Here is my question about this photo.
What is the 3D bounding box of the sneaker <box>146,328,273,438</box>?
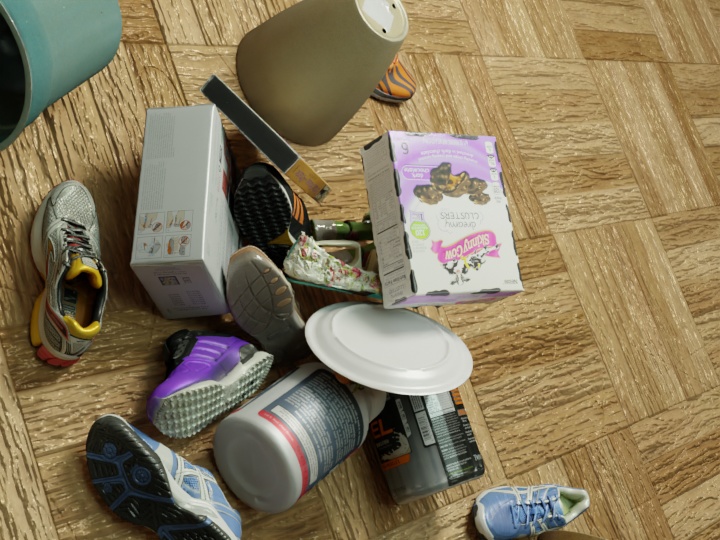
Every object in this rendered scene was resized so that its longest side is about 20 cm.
[{"bbox_3d":[-0.185,0.112,1.156,0.099,0.070,0.200,35,22,16],"label":"sneaker"}]

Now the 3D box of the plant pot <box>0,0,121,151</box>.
[{"bbox_3d":[-0.363,-0.248,1.114,0.201,0.200,0.196,53,36,-8],"label":"plant pot"}]

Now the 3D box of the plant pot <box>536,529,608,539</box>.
[{"bbox_3d":[0.288,0.465,1.362,0.186,0.186,0.201,36,61,-24],"label":"plant pot"}]

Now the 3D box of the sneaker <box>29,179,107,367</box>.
[{"bbox_3d":[-0.294,-0.004,1.116,0.077,0.082,0.202,11,61,-39],"label":"sneaker"}]

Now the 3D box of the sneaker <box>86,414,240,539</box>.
[{"bbox_3d":[-0.200,0.224,1.094,0.200,0.076,0.077,49,18,-9],"label":"sneaker"}]

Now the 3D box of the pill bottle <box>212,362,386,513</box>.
[{"bbox_3d":[-0.060,0.174,1.214,0.200,0.119,0.120,-33,92,-47],"label":"pill bottle"}]

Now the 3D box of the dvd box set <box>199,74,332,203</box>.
[{"bbox_3d":[-0.110,-0.155,1.294,0.146,0.029,0.200,45,2,10],"label":"dvd box set"}]

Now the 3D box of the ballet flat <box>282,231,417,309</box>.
[{"bbox_3d":[0.000,0.000,1.289,0.199,0.075,0.064,14,93,-32],"label":"ballet flat"}]

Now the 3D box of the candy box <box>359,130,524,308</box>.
[{"bbox_3d":[0.099,-0.060,1.294,0.167,0.071,0.202,-2,76,-33],"label":"candy box"}]

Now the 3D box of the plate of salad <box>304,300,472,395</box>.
[{"bbox_3d":[0.031,0.094,1.235,0.198,0.048,0.200,11,25,-5],"label":"plate of salad"}]

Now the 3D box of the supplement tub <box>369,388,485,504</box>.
[{"bbox_3d":[0.069,0.178,1.331,0.122,0.122,0.202,-6,72,-44],"label":"supplement tub"}]

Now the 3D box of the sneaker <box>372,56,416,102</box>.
[{"bbox_3d":[0.027,-0.329,1.567,0.199,0.112,0.078,31,50,-27],"label":"sneaker"}]

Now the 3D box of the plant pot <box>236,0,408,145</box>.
[{"bbox_3d":[-0.035,-0.295,1.429,0.186,0.199,0.189,20,56,-34],"label":"plant pot"}]

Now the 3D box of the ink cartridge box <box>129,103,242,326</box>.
[{"bbox_3d":[-0.190,-0.055,1.216,0.176,0.083,0.202,76,12,-61],"label":"ink cartridge box"}]

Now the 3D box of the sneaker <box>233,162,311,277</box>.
[{"bbox_3d":[-0.105,-0.077,1.295,0.201,0.069,0.091,71,15,-52],"label":"sneaker"}]

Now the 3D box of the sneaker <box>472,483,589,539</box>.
[{"bbox_3d":[0.228,0.319,1.439,0.199,0.077,0.076,-3,72,-42],"label":"sneaker"}]

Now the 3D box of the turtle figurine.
[{"bbox_3d":[0.031,-0.017,1.413,0.192,0.200,0.145,-8,80,-20],"label":"turtle figurine"}]

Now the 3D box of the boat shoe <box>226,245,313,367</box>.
[{"bbox_3d":[-0.111,0.034,1.237,0.201,0.075,0.072,71,-3,-51],"label":"boat shoe"}]
